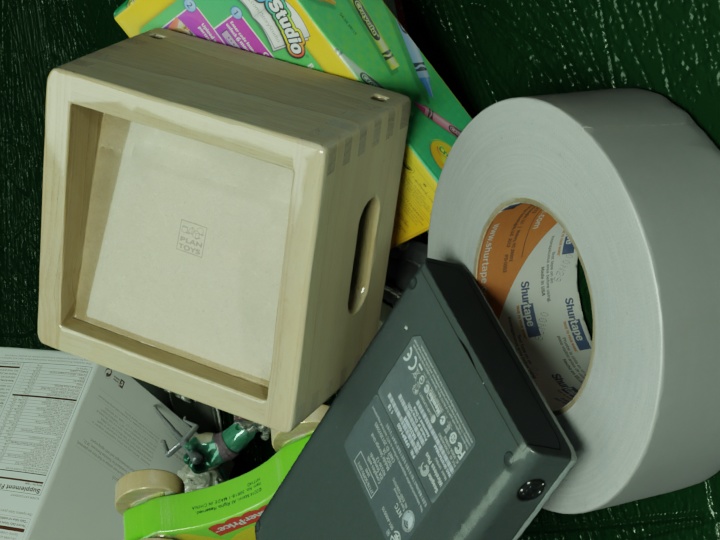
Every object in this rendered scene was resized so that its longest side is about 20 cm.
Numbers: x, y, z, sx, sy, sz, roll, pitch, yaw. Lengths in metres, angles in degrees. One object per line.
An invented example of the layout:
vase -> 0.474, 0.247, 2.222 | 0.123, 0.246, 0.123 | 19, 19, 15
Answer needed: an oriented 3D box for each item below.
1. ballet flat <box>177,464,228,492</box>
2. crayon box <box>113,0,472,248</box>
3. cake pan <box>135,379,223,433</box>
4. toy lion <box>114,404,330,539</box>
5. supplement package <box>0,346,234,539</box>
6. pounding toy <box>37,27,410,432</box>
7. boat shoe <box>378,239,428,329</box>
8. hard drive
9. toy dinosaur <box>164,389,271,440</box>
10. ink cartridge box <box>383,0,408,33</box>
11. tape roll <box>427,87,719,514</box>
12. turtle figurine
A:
ballet flat -> -0.117, 0.238, 1.161 | 0.072, 0.072, 0.200 | -29, 70, 62
crayon box -> -0.029, -0.101, 0.878 | 0.119, 0.058, 0.200 | -26, 107, 44
cake pan -> -0.173, 0.140, 1.395 | 0.200, 0.037, 0.200 | 27, 121, 58
toy lion -> -0.057, 0.179, 1.053 | 0.200, 0.192, 0.069 | -24, 52, 22
supplement package -> -0.231, 0.191, 1.208 | 0.147, 0.191, 0.200 | 1, 59, 33
pounding toy -> -0.079, -0.017, 0.856 | 0.184, 0.142, 0.200 | 18, 117, 21
boat shoe -> 0.000, 0.000, 1.013 | 0.063, 0.073, 0.200 | -53, 24, -6
hard drive -> 0.017, 0.114, 0.791 | 0.200, 0.033, 0.140 | -58, 38, 28
toy dinosaur -> -0.075, 0.055, 1.025 | 0.200, 0.047, 0.088 | 23, 83, 29
ink cartridge box -> -0.058, -0.169, 1.025 | 0.200, 0.083, 0.145 | -26, 74, 62
tape roll -> 0.109, 0.014, 0.768 | 0.200, 0.066, 0.200 | 25, 119, 59
turtle figurine -> -0.077, 0.069, 1.118 | 0.200, 0.101, 0.150 | 14, 117, 48
